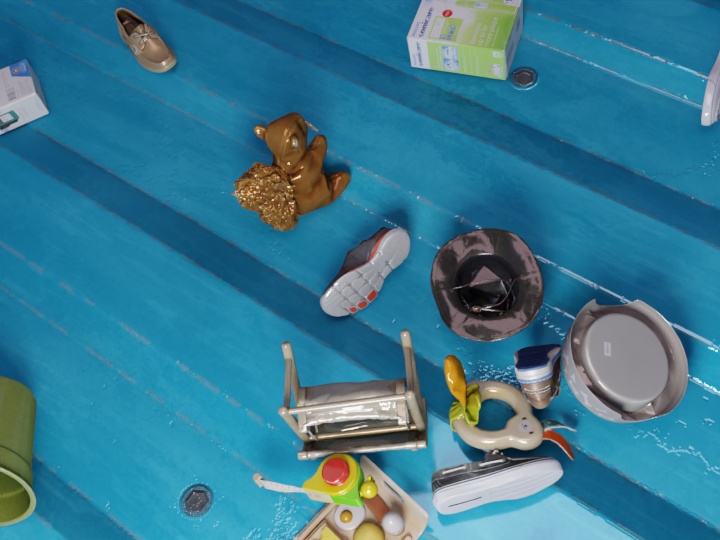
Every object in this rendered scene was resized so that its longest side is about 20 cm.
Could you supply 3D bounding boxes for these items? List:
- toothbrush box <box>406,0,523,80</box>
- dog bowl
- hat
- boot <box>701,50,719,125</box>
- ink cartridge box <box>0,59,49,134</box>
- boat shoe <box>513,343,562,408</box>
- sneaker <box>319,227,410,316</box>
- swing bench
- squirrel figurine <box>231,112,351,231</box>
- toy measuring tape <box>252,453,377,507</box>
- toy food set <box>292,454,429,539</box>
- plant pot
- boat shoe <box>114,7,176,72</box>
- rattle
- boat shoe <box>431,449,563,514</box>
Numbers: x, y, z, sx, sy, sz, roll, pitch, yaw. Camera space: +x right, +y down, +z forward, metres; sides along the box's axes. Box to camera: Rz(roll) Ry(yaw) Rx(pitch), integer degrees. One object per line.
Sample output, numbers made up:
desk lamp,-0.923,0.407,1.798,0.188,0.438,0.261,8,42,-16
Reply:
toothbrush box,0.209,-0.471,1.858,0.198,0.086,0.146,12,62,19
dog bowl,0.396,0.139,1.427,0.198,0.059,0.202,8,62,-15
hat,0.213,0.033,1.556,0.199,0.081,0.202,-5,66,11
boot,0.682,-0.337,1.690,0.095,0.074,0.201,14,61,26
ink cartridge box,-0.775,-0.351,1.986,0.199,0.067,0.117,-24,57,-4
boat shoe,0.270,0.160,1.428,0.072,0.200,0.073,-9,94,20
sneaker,0.000,0.000,1.636,0.200,0.077,0.082,-42,34,-16
swing bench,-0.006,0.206,1.415,0.197,0.201,0.130,-8,47,7
squirrel figurine,-0.134,-0.179,1.686,0.141,0.187,0.200,27,68,24
toy measuring tape,-0.063,0.306,1.407,0.198,0.074,0.074,4,59,25
toy food set,-0.014,0.393,1.391,0.143,0.061,0.200,37,72,27
plant pot,-0.605,0.281,1.518,0.198,0.201,0.191,-7,45,7
boat shoe,-0.469,-0.495,2.015,0.071,0.065,0.200,-41,60,-14
rattle,0.231,0.200,1.414,0.199,0.144,0.130,18,32,31
boat shoe,0.199,0.301,1.398,0.198,0.072,0.071,-12,49,-2
